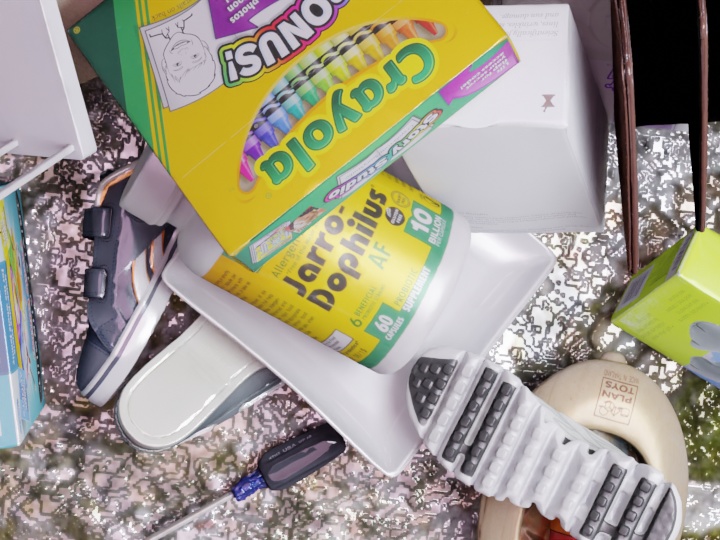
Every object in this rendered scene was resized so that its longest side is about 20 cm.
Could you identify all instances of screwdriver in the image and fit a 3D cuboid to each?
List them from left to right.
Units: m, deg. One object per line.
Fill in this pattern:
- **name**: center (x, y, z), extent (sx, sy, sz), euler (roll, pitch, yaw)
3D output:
- **screwdriver**: center (-0.097, 0.159, 1.559), extent (0.199, 0.028, 0.029), euler (-33, 66, -4)

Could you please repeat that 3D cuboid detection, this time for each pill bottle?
- **pill bottle**: center (-0.042, -0.029, 1.445), extent (0.199, 0.113, 0.113), euler (29, 91, -10)

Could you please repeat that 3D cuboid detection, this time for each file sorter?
- **file sorter**: center (-0.279, -0.113, 1.355), extent (0.199, 0.124, 0.140), euler (7, 121, 37)

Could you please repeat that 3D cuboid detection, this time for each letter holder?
- **letter holder**: center (0.201, -0.104, 1.403), extent (0.100, 0.201, 0.143), euler (-3, 54, 6)

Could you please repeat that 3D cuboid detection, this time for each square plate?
- **square plate**: center (0.000, 0.000, 1.528), extent (0.200, 0.028, 0.198), euler (41, 67, -5)

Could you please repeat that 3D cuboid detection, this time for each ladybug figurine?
- **ladybug figurine**: center (0.145, 0.151, 1.553), extent (0.135, 0.072, 0.202), euler (16, 93, -4)

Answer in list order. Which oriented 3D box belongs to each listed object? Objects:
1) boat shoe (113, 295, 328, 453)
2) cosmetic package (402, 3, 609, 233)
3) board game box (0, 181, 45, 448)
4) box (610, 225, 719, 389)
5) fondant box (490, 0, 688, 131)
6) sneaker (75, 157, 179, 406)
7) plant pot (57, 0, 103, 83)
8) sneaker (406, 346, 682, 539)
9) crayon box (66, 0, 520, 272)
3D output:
- **boat shoe**: center (-0.079, 0.052, 1.538), extent (0.200, 0.062, 0.073), euler (-37, 84, -21)
- **cosmetic package**: center (0.088, -0.089, 1.447), extent (0.112, 0.200, 0.082), euler (1, 72, 11)
- **board game box**: center (-0.233, 0.024, 1.458), extent (0.047, 0.200, 0.152), euler (-6, 94, -3)
- **box**: center (0.274, 0.052, 1.529), extent (0.199, 0.122, 0.048), euler (31, 68, -5)
- **fondant box**: center (0.160, -0.177, 1.477), extent (0.143, 0.201, 0.059), euler (6, 55, -4)
- **sneaker**: center (-0.149, -0.015, 1.524), extent (0.079, 0.078, 0.201), euler (28, 80, -9)
- **plant pot**: center (-0.163, -0.230, 1.460), extent (0.199, 0.200, 0.178), euler (-29, 104, -2)
- **sneaker**: center (0.115, 0.118, 1.480), extent (0.199, 0.081, 0.075), euler (34, 96, 17)
- **crayon box**: center (-0.039, -0.129, 1.351), extent (0.200, 0.058, 0.173), euler (-38, 71, 3)
